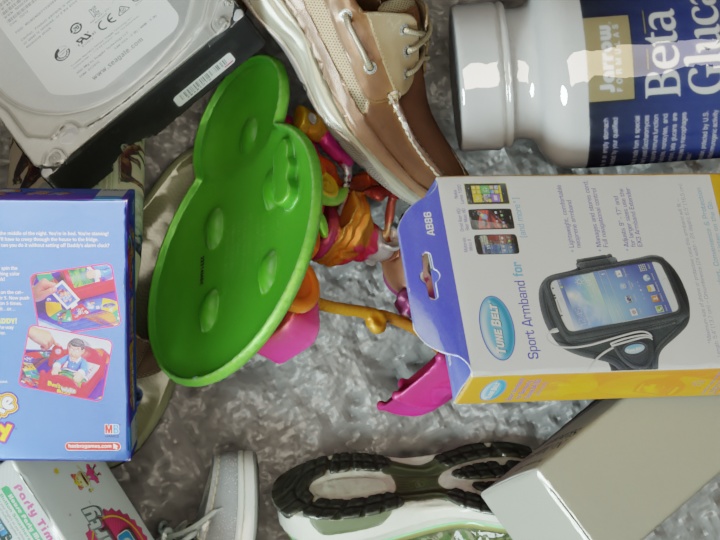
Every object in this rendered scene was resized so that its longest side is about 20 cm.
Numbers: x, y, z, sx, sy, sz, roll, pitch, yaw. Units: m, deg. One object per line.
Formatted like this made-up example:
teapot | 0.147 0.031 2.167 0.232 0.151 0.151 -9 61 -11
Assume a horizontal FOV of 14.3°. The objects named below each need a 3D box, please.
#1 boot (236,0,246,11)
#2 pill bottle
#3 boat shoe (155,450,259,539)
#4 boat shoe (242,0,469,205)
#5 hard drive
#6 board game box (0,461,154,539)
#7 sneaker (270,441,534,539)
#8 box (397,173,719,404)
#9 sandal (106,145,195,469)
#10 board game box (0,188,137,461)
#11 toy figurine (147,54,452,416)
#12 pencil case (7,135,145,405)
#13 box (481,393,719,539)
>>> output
boot | -0.078 -0.176 1.599 0.074 0.075 0.200 44 91 -4
pill bottle | 0.151 -0.114 1.588 0.200 0.111 0.111 -5 92 -2
boat shoe | -0.104 0.194 1.610 0.065 0.074 0.202 17 98 -6
boat shoe | 0.004 -0.120 1.539 0.072 0.076 0.200 -32 105 17
hard drive | -0.158 -0.147 1.561 0.140 0.038 0.200 -39 55 1
board game box | -0.194 0.189 1.552 0.200 0.064 0.148 -31 91 37
sneaker | 0.048 0.152 1.628 0.200 0.077 0.089 1 123 -3
box | 0.116 0.008 1.524 0.200 0.041 0.119 -2 63 -15
sandal | -0.121 0.016 1.610 0.080 0.057 0.201 27 89 -5
board game box | -0.214 0.027 1.452 0.200 0.045 0.135 1 98 1
toy figurine | 0.000 0.000 1.586 0.184 0.150 0.200 24 50 -32
pencil case | -0.153 -0.017 1.560 0.078 0.089 0.200 24 56 -37
box | 0.168 0.086 1.574 0.200 0.082 0.068 -37 91 -27
